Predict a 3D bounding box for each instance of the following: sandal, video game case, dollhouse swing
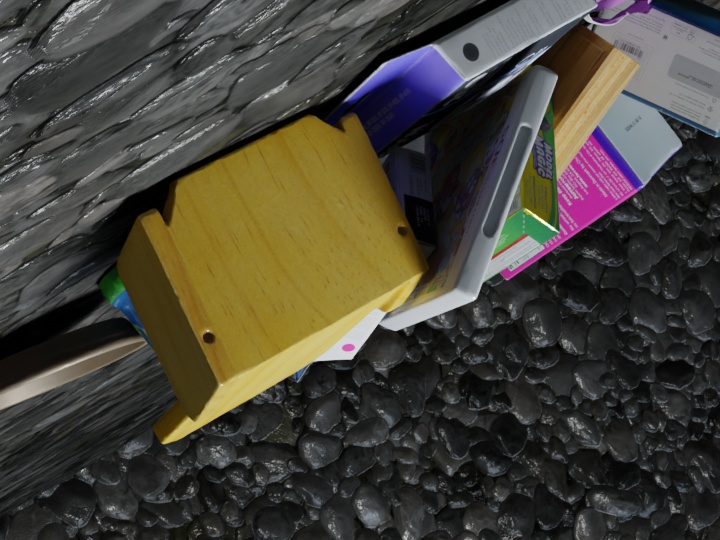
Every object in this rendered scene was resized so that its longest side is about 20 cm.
[{"bbox_3d":[0.211,-0.224,1.566,0.082,0.050,0.203,-33,176,16],"label":"sandal"},{"bbox_3d":[0.077,-0.051,1.473,0.182,0.023,0.200,-69,-169,-13],"label":"video game case"},{"bbox_3d":[-0.087,0.009,1.420,0.200,0.182,0.176,-29,-173,-33],"label":"dollhouse swing"}]

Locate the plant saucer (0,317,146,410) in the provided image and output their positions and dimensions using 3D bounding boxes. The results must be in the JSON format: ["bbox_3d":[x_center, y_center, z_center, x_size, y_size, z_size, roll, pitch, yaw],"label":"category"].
[{"bbox_3d":[-0.271,0.084,1.616,0.200,0.030,0.200,-24,176,-2],"label":"plant saucer"}]

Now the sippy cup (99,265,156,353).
[{"bbox_3d":[-0.121,0.032,1.565,0.140,0.130,0.178,-34,175,18],"label":"sippy cup"}]

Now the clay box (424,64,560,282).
[{"bbox_3d":[0.106,-0.089,1.595,0.115,0.048,0.200,-34,-142,36],"label":"clay box"}]

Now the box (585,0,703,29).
[{"bbox_3d":[0.230,-0.206,1.928,0.158,0.048,0.200,-30,175,-44],"label":"box"}]

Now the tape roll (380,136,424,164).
[{"bbox_3d":[0.025,-0.076,1.826,0.200,0.066,0.200,-32,175,-3],"label":"tape roll"}]

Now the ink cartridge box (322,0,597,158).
[{"bbox_3d":[0.057,-0.140,1.471,0.200,0.043,0.198,-29,176,-31],"label":"ink cartridge box"}]

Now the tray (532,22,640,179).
[{"bbox_3d":[0.144,-0.116,1.643,0.200,0.037,0.099,-55,-149,9],"label":"tray"}]

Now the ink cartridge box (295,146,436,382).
[{"bbox_3d":[0.000,0.000,1.535,0.037,0.095,0.200,16,138,-22],"label":"ink cartridge box"}]

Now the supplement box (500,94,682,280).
[{"bbox_3d":[0.196,-0.093,1.879,0.200,0.103,0.101,-35,-175,42],"label":"supplement box"}]

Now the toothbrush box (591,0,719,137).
[{"bbox_3d":[0.305,-0.188,1.741,0.200,0.146,0.085,-12,127,-61],"label":"toothbrush box"}]
